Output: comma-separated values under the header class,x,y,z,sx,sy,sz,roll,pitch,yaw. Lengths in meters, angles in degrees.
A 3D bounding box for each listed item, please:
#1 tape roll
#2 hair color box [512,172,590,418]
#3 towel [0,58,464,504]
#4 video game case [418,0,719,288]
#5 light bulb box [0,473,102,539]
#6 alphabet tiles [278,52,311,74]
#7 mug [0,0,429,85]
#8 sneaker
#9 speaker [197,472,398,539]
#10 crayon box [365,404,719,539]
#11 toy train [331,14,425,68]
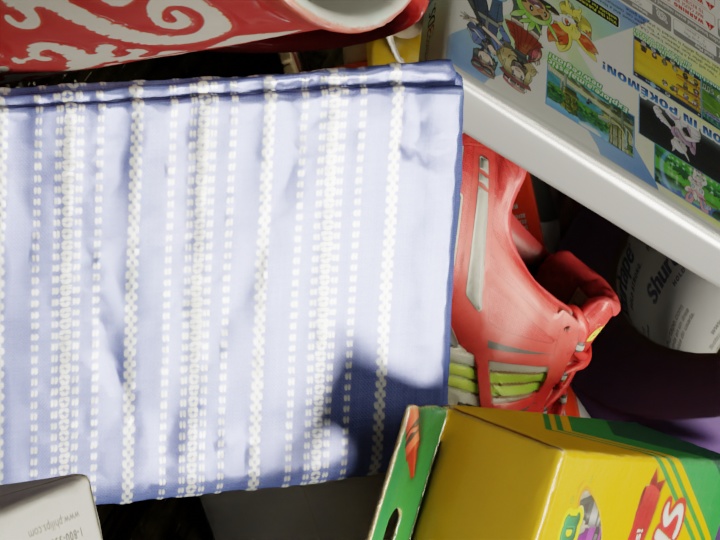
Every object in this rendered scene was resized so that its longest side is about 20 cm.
class,x,y,z,sx,sy,sz,roll,pitch,yaw
tape roll,0.180,0.011,1.113,0.085,0.199,0.201,54,41,-34
hair color box,0.075,-0.031,1.203,0.101,0.061,0.201,-19,98,-57
towel,-0.061,0.005,0.883,0.199,0.024,0.146,-4,111,-18
video game case,0.111,-0.076,1.038,0.199,0.022,0.183,30,38,-19
light bulb box,-0.153,0.180,0.743,0.198,0.124,0.201,-18,97,-57
alphabet tiles,0.000,0.000,1.032,0.167,0.006,0.201,67,6,-50
mug,-0.083,-0.105,0.860,0.178,0.199,0.134,57,39,-31
sneaker,0.059,0.035,1.023,0.077,0.084,0.201,-101,172,-63
speaker,-0.030,0.050,1.005,0.081,0.081,0.201,-38,113,-54
crayon box,0.060,0.116,0.956,0.200,0.051,0.128,9,99,-61
toy train,0.003,-0.125,1.042,0.200,0.055,0.151,59,26,-57
